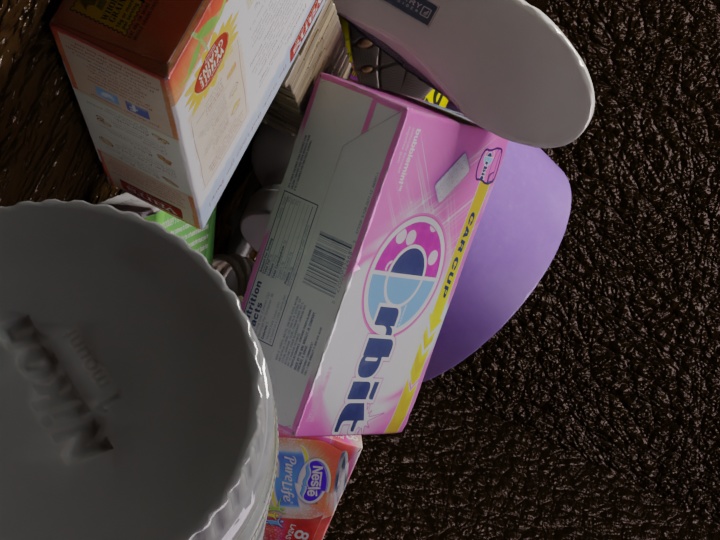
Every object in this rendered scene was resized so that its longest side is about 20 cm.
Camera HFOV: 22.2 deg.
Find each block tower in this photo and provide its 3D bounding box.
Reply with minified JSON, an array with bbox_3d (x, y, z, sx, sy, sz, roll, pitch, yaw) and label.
[{"bbox_3d":[-0.043,-0.120,1.028,0.200,0.054,0.058,52,63,-84],"label":"block tower"}]

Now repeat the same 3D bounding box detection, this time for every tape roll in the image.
[{"bbox_3d":[0.043,-0.024,1.260,0.200,0.085,0.201,-37,-153,22],"label":"tape roll"}]

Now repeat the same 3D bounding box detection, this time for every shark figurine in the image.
[{"bbox_3d":[-0.038,-0.047,1.243,0.129,0.089,0.215,108,7,-45],"label":"shark figurine"}]

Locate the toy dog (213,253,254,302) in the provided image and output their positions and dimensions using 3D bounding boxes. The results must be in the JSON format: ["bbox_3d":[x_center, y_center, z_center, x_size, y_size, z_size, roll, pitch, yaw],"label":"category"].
[{"bbox_3d":[-0.108,0.076,1.106,0.096,0.131,0.201,21,90,-46],"label":"toy dog"}]

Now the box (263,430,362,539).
[{"bbox_3d":[-0.063,0.100,1.294,0.200,0.102,0.095,-98,-151,-66],"label":"box"}]

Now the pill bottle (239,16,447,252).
[{"bbox_3d":[-0.005,-0.097,1.185,0.104,0.104,0.201,103,10,-65],"label":"pill bottle"}]

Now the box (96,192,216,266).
[{"bbox_3d":[-0.114,0.058,0.946,0.144,0.036,0.202,-38,136,-77],"label":"box"}]

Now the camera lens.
[{"bbox_3d":[-0.113,0.082,0.705,0.161,0.159,0.200,-62,174,-26],"label":"camera lens"}]

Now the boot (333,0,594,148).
[{"bbox_3d":[0.048,-0.143,1.039,0.073,0.199,0.090,-54,179,12],"label":"boot"}]

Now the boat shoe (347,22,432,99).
[{"bbox_3d":[0.032,-0.201,1.119,0.072,0.075,0.202,-94,-168,-80],"label":"boat shoe"}]

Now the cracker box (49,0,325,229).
[{"bbox_3d":[-0.068,-0.113,0.801,0.135,0.057,0.200,-63,173,-15],"label":"cracker box"}]

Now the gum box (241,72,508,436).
[{"bbox_3d":[0.000,0.000,1.038,0.113,0.066,0.201,7,105,-56],"label":"gum box"}]
